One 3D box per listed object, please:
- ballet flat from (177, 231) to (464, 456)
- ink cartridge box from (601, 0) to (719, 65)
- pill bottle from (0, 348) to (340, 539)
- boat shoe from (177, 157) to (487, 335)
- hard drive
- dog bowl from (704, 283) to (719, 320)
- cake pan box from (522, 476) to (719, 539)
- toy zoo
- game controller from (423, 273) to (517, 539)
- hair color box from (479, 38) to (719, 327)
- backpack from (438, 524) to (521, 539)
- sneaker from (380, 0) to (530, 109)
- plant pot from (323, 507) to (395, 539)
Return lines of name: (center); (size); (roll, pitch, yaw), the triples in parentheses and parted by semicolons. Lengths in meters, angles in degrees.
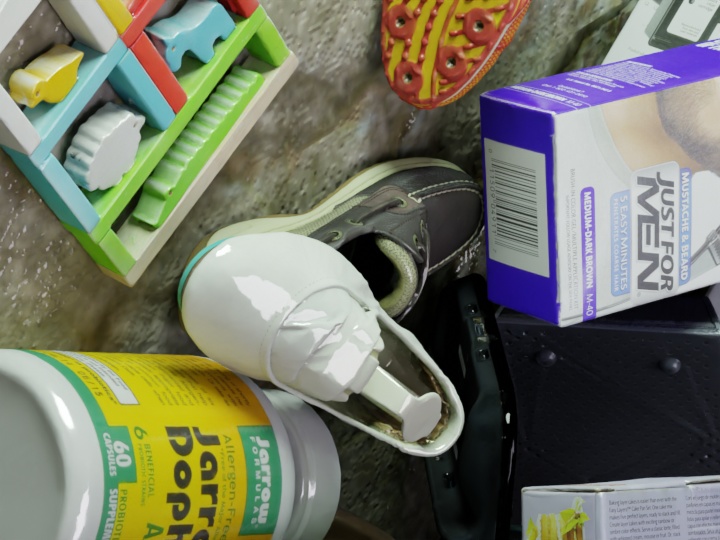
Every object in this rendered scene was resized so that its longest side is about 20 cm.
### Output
ballet flat: (-0.007, 0.037, 1.304); (0.070, 0.069, 0.200); (-62, 149, -4)
ink cartridge box: (0.204, -0.127, 1.597); (0.200, 0.068, 0.116); (-59, 145, -7)
pill bottle: (-0.099, 0.092, 1.282); (0.200, 0.113, 0.113); (6, 107, -55)
boat shoe: (0.000, 0.000, 1.401); (0.200, 0.065, 0.073); (-24, 130, -44)
hard drive: (0.137, 0.083, 1.590); (0.200, 0.134, 0.042); (81, 16, -48)
dog bowl: (0.243, 0.024, 1.676); (0.200, 0.079, 0.200); (-56, 169, -16)
cake pan box: (0.155, 0.189, 1.407); (0.200, 0.052, 0.185); (-1, 90, -49)
toy zoo: (-0.103, -0.096, 1.237); (0.131, 0.020, 0.200); (-54, 146, -16)
game controller: (0.056, 0.077, 1.455); (0.200, 0.042, 0.105); (-100, -158, -69)
hair color box: (0.156, -0.050, 1.484); (0.200, 0.065, 0.110); (-16, 111, -34)
backpack: (0.104, 0.229, 1.568); (0.176, 0.199, 0.153); (-69, 151, -25)
sneaker: (0.071, -0.166, 1.389); (0.201, 0.073, 0.077); (-65, 157, 6)
plant pot: (-0.050, 0.213, 1.411); (0.201, 0.201, 0.093); (-45, -177, -27)
